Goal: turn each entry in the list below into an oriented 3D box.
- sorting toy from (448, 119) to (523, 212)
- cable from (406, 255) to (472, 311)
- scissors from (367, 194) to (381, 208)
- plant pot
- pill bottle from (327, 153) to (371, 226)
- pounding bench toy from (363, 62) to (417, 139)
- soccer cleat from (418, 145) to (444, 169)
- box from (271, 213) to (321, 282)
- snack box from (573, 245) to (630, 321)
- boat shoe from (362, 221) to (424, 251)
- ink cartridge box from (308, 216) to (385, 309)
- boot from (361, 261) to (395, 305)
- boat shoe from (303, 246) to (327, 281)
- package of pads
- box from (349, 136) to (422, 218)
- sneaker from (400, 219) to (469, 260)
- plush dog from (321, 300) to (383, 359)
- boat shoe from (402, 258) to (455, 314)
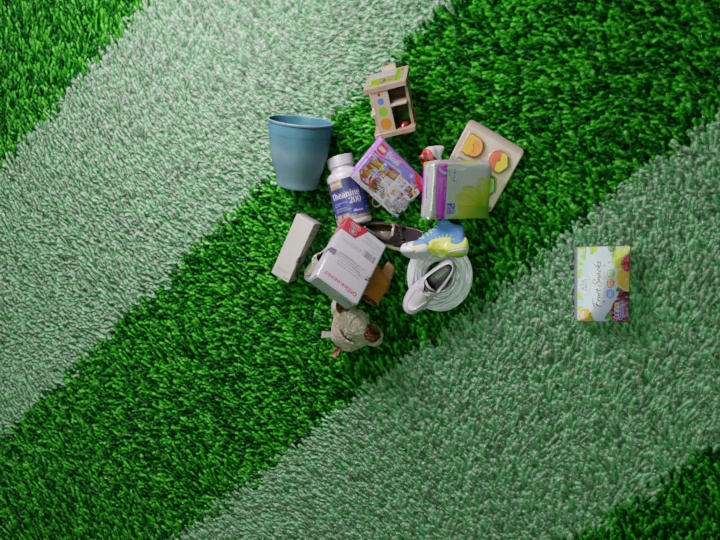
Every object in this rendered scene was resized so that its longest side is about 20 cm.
[{"bbox_3d":[0.344,-0.300,1.513,0.181,0.036,0.205,31,101,9],"label":"sorting toy"},{"bbox_3d":[0.233,0.016,1.553,0.192,0.069,0.209,3,95,12],"label":"cable"},{"bbox_3d":[0.103,-0.258,1.584,0.195,0.014,0.075,-27,89,14],"label":"scissors"},{"bbox_3d":[-0.181,-0.345,1.557,0.192,0.201,0.195,11,112,11],"label":"plant pot"},{"bbox_3d":[-0.038,-0.236,1.568,0.107,0.111,0.208,-13,92,13],"label":"pill bottle"},{"bbox_3d":[0.095,-0.488,1.516,0.119,0.203,0.160,-8,126,15],"label":"pounding bench toy"},{"bbox_3d":[0.221,-0.255,1.510,0.083,0.068,0.207,-24,113,-23],"label":"soccer cleat"},{"bbox_3d":[-0.199,-0.070,1.637,0.067,0.082,0.205,28,102,9],"label":"box"},{"bbox_3d":[0.668,0.036,1.462,0.136,0.053,0.209,-1,95,14],"label":"snack box"},{"bbox_3d":[0.096,-0.105,1.553,0.191,0.066,0.076,0,57,0],"label":"boat shoe"},{"bbox_3d":[-0.037,-0.019,1.478,0.142,0.083,0.204,35,64,-13],"label":"ink cartridge box"},{"bbox_3d":[0.000,0.001,1.569,0.198,0.071,0.146,34,60,2],"label":"boot"},{"bbox_3d":[-0.115,-0.029,1.598,0.061,0.074,0.198,30,135,-32],"label":"boat shoe"},{"bbox_3d":[0.264,-0.225,1.456,0.192,0.068,0.161,-2,103,-19],"label":"package of pads"},{"bbox_3d":[0.082,-0.265,1.522,0.198,0.039,0.137,38,106,-27],"label":"box"},{"bbox_3d":[0.208,-0.090,1.491,0.191,0.076,0.109,1,72,3],"label":"sneaker"},{"bbox_3d":[-0.027,0.167,1.551,0.198,0.173,0.161,38,60,8],"label":"plush dog"},{"bbox_3d":[0.194,0.049,1.494,0.199,0.066,0.073,-41,86,12],"label":"boat shoe"}]
